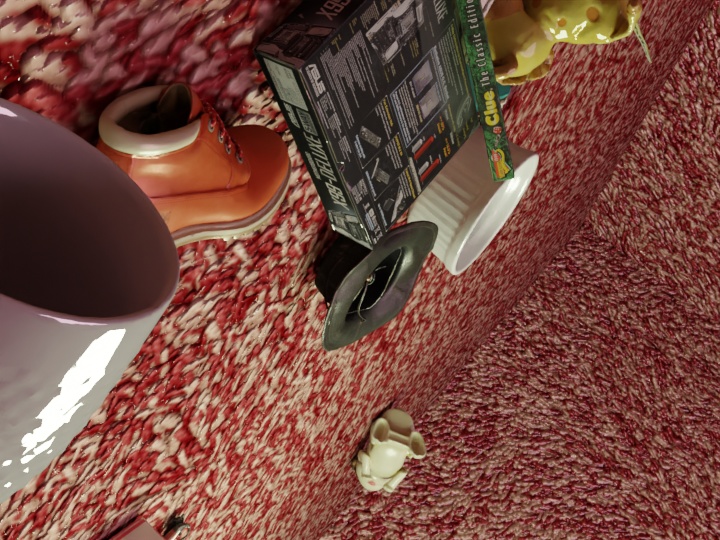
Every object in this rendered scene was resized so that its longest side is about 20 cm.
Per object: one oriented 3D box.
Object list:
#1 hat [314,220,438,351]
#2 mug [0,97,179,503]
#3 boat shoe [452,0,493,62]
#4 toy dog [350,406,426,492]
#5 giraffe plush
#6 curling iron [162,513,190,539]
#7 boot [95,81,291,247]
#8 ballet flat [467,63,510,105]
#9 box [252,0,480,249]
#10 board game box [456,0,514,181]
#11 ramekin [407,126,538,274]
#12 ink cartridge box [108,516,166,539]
[{"bbox_3d":[0.000,0.000,1.110,0.200,0.081,0.202,-42,155,-24],"label":"hat"},{"bbox_3d":[-0.206,0.027,0.413,0.198,0.149,0.176,17,122,-43],"label":"mug"},{"bbox_3d":[0.092,-0.262,0.840,0.071,0.068,0.202,28,96,-32],"label":"boat shoe"},{"bbox_3d":[0.048,0.438,2.257,0.195,0.137,0.202,-97,-151,-54],"label":"toy dog"},{"bbox_3d":[0.175,-0.262,0.939,0.160,0.203,0.172,-25,173,10],"label":"giraffe plush"},{"bbox_3d":[-0.291,0.402,1.225,0.201,0.025,0.050,-50,163,-15],"label":"curling iron"},{"bbox_3d":[-0.102,-0.075,0.614,0.199,0.075,0.108,-33,151,-52],"label":"boot"},{"bbox_3d":[0.108,-0.194,1.031,0.063,0.077,0.199,-22,176,28],"label":"ballet flat"},{"bbox_3d":[0.016,-0.140,0.738,0.158,0.049,0.201,-49,144,-19],"label":"box"},{"bbox_3d":[0.096,-0.185,0.774,0.105,0.023,0.203,-81,158,-58],"label":"board game box"},{"bbox_3d":[0.152,-0.103,1.312,0.201,0.097,0.201,-49,165,-18],"label":"ramekin"},{"bbox_3d":[-0.303,0.406,1.081,0.201,0.084,0.145,-58,165,27],"label":"ink cartridge box"}]
